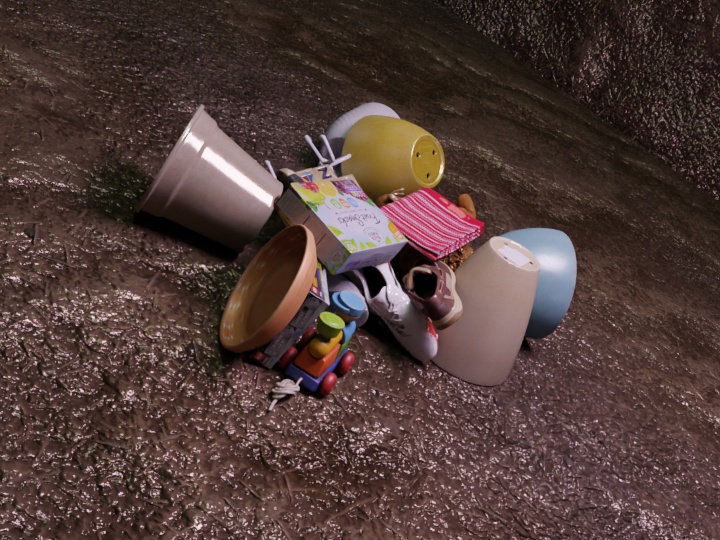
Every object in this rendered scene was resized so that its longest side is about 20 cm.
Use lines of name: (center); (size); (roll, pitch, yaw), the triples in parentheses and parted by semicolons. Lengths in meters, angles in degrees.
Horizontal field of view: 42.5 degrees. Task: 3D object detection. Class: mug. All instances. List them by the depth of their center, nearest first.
mug: (0.010, -0.237, 1.941); (0.201, 0.147, 0.175); (58, 35, -5)

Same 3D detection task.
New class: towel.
towel: (0.120, -0.085, 1.606); (0.144, 0.023, 0.200); (35, 31, 18)

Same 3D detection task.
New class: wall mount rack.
wall mount rack: (-0.123, -0.199, 1.724); (0.198, 0.075, 0.174); (-26, 9, -10)

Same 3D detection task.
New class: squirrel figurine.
squirrel figurine: (0.111, -0.071, 1.713); (0.185, 0.142, 0.201); (22, 34, -25)

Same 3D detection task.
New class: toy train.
toy train: (-0.059, 0.110, 1.282); (0.084, 0.116, 0.200); (31, 27, 9)

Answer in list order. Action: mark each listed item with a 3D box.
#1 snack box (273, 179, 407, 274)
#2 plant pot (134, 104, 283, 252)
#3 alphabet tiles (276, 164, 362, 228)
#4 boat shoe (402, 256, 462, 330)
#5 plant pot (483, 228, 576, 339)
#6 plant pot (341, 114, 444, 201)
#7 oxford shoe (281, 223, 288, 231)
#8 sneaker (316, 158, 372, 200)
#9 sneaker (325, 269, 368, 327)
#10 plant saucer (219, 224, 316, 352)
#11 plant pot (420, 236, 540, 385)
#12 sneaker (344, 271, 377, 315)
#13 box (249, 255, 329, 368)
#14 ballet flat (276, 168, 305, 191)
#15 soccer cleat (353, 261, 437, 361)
snack box: (-0.026, -0.070, 1.414); (0.142, 0.053, 0.200); (49, 25, 13)
plant pot: (-0.233, -0.131, 1.494); (0.183, 0.201, 0.201); (33, 25, -14)
alphabet tiles: (-0.054, -0.095, 1.579); (0.165, 0.006, 0.201); (-17, 63, -27)
boat shoe: (0.107, 0.018, 1.478); (0.072, 0.072, 0.201); (45, 15, -23)
plant pot: (0.276, 0.013, 1.668); (0.133, 0.202, 0.201); (11, 30, -19)
plant pot: (0.080, -0.210, 1.820); (0.199, 0.203, 0.141); (-3, 3, -45)
oxford shoe: (-0.095, -0.082, 1.620); (0.072, 0.072, 0.201); (23, 45, -8)
sneaker: (-0.033, -0.130, 1.764); (0.128, 0.080, 0.200); (20, 28, -16)
sneaker: (-0.074, 0.021, 1.489); (0.199, 0.071, 0.080); (33, 20, -4)
plant saucer: (-0.124, 0.029, 1.288); (0.037, 0.200, 0.201); (34, 23, -24)
plant pot: (0.210, 0.053, 1.531); (0.186, 0.201, 0.188); (21, 28, -12)
sneaker: (0.000, 0.000, 1.597); (0.072, 0.084, 0.202); (23, 44, -43)
box: (-0.107, 0.030, 1.351); (0.040, 0.137, 0.201); (33, 23, -24)
ballet flat: (-0.066, -0.093, 1.530); (0.057, 0.067, 0.200); (-38, 81, -31)
soccer cleat: (0.052, 0.060, 1.479); (0.201, 0.068, 0.085); (60, 26, 12)
